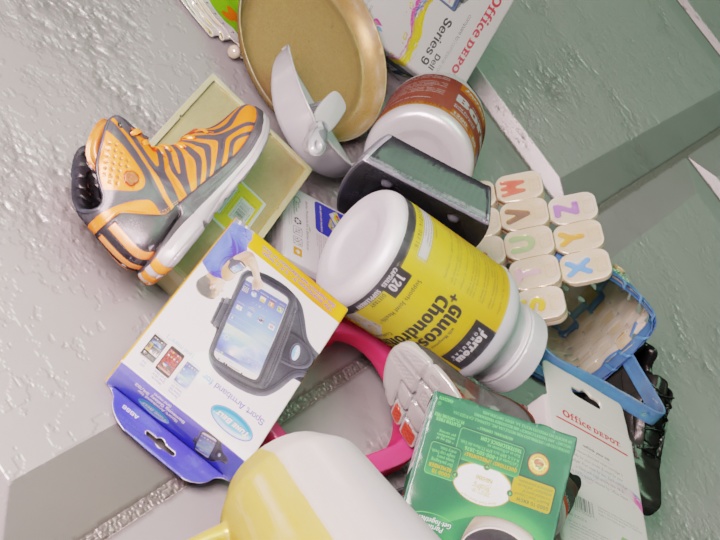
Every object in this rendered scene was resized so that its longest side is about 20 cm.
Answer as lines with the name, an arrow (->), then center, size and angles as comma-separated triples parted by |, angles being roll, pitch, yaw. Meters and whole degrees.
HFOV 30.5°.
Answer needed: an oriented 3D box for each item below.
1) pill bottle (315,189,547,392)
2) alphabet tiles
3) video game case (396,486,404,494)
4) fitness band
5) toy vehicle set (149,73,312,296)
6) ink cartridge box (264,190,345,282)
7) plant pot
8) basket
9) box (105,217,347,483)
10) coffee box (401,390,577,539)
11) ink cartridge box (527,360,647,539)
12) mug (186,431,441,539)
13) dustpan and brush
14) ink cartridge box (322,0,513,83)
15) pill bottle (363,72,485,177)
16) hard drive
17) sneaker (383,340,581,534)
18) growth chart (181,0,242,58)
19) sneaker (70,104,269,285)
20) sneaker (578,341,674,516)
pill bottle -> 0.067, 0.025, 1.145 | 0.199, 0.112, 0.113 | 33, 36, -27
alphabet tiles -> 0.142, -0.019, 1.294 | 0.015, 0.193, 0.202 | 70, 12, -45
video game case -> 0.112, 0.254, 1.115 | 0.199, 0.025, 0.182 | -6, 62, -52
fitness band -> -0.021, 0.108, 1.088 | 0.199, 0.037, 0.145 | -10, 66, -53
toy vehicle set -> -0.130, -0.067, 1.107 | 0.124, 0.026, 0.201 | 44, 44, -11
ink cartridge box -> 0.000, 0.000, 1.217 | 0.199, 0.037, 0.095 | 25, 39, -27
plant pot -> -0.052, -0.224, 1.343 | 0.199, 0.027, 0.203 | 16, 67, -40
basket -> 0.212, 0.056, 1.327 | 0.175, 0.139, 0.201 | 29, 29, -30
box -> -0.101, 0.062, 0.994 | 0.119, 0.041, 0.201 | 39, 45, -6
coffee box -> 0.081, 0.204, 0.992 | 0.122, 0.044, 0.202 | 17, 69, -2
ink cartridge box -> 0.188, 0.192, 1.180 | 0.116, 0.067, 0.201 | 30, 39, -26
mug -> -0.034, 0.190, 0.891 | 0.186, 0.150, 0.154 | 16, 29, -47
dustpan and brush -> -0.040, -0.132, 1.212 | 0.140, 0.057, 0.200 | 58, 23, -15
ink cartridge box -> 0.053, -0.303, 1.477 | 0.199, 0.146, 0.087 | 34, -4, -26
pill bottle -> 0.072, -0.140, 1.367 | 0.112, 0.112, 0.200 | 44, 23, -9
hard drive -> 0.049, -0.062, 1.196 | 0.134, 0.200, 0.043 | 27, 78, -2
sneaker -> 0.102, 0.133, 1.099 | 0.200, 0.077, 0.082 | 47, 40, 10
growth chart -> -0.156, -0.296, 1.349 | 0.200, 0.018, 0.145 | 49, 32, -4
sneaker -> -0.150, -0.091, 1.028 | 0.112, 0.077, 0.201 | 43, 44, -12
sneaker -> 0.282, 0.154, 1.360 | 0.076, 0.090, 0.202 | 29, 39, -36
